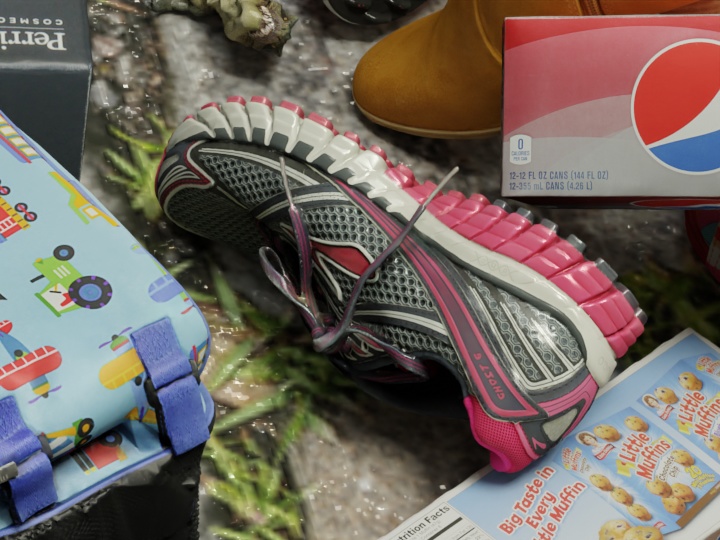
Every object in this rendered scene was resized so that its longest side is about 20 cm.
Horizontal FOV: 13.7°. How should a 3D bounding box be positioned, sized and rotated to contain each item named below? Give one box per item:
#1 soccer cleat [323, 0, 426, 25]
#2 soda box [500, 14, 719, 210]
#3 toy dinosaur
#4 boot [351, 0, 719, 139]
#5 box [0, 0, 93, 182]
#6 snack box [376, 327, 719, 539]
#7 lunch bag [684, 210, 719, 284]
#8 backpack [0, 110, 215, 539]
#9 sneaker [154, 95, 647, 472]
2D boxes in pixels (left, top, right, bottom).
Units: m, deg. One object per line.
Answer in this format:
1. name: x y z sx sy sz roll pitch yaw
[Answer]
1. soccer cleat: 0.056 -0.176 1.217 0.199 0.068 0.073 -34 39 -6
2. soda box: 0.150 -0.053 1.016 0.199 0.064 0.070 0 -3 14
3. toy dinosaur: -0.083 -0.149 1.213 0.088 0.048 0.201 8 41 -25
4. boot: 0.053 -0.123 1.089 0.200 0.144 0.071 -6 47 35
5. box: -0.181 -0.101 1.097 0.147 0.107 0.201 0 45 -12
6. snack box: 0.073 0.088 1.011 0.072 0.024 0.200 37 49 28
7. lunch bag: 0.233 -0.004 1.097 0.175 0.082 0.200 -14 48 -25
8. backpack: -0.164 0.056 0.920 0.199 0.135 0.183 -24 52 -28
9. sneaker: 0.000 0.000 1.044 0.199 0.081 0.075 25 73 36
